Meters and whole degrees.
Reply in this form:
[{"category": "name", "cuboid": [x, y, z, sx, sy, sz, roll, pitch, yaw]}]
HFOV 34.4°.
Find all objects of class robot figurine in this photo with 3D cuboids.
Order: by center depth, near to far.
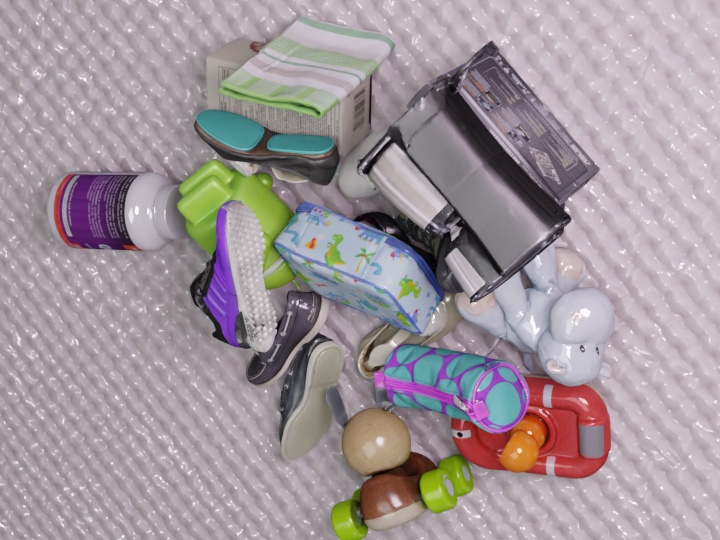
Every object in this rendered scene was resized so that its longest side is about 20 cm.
[{"category": "robot figurine", "cuboid": [-0.149, -0.054, 1.537, 0.116, 0.176, 0.200, -37, 119, 17]}]

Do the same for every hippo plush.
[{"category": "hippo plush", "cuboid": [0.210, 0.065, 1.371, 0.161, 0.159, 0.200, 50, 127, 55]}]

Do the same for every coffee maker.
[{"category": "coffee maker", "cuboid": [0.125, -0.095, 1.223, 0.200, 0.135, 0.192, 48, 132, 6]}]

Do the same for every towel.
[{"category": "towel", "cuboid": [-0.062, -0.253, 1.420, 0.149, 0.200, 0.031, 14, 129, 22]}]

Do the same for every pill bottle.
[{"category": "pill bottle", "cuboid": [-0.338, -0.084, 1.653, 0.199, 0.112, 0.113, 3, 106, 26]}]

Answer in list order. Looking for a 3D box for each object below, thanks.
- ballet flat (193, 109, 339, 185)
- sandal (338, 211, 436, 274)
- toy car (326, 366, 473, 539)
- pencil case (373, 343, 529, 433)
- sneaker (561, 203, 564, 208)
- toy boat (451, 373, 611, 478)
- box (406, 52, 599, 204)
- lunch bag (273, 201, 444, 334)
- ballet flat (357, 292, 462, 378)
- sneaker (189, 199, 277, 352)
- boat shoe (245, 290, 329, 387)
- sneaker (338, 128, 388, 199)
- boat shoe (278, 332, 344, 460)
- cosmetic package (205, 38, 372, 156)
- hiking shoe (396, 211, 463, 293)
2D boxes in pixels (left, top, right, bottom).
[{"category": "ballet flat", "cuboid": [-0.121, -0.146, 1.465, 0.200, 0.068, 0.069, 17, 134, 20]}, {"category": "sandal", "cuboid": [0.046, -0.037, 1.511, 0.200, 0.075, 0.048, 25, 75, 21]}, {"category": "toy car", "cuboid": [0.030, 0.235, 1.549, 0.164, 0.158, 0.200, -23, 86, 20]}, {"category": "pencil case", "cuboid": [0.110, 0.140, 1.423, 0.200, 0.092, 0.085, 6, 106, 56]}, {"category": "sneaker", "cuboid": [0.162, -0.065, 1.454, 0.199, 0.072, 0.083, -2, 132, 26]}, {"category": "toy boat", "cuboid": [0.206, 0.207, 1.456, 0.199, 0.131, 0.131, 2, 110, 25]}, {"category": "box", "cuboid": [0.169, -0.153, 1.356, 0.200, 0.158, 0.048, 49, 134, 5]}, {"category": "lunch bag", "cuboid": [0.000, 0.000, 1.461, 0.200, 0.161, 0.083, 22, 73, 33]}, {"category": "ballet flat", "cuboid": [0.067, 0.078, 1.528, 0.200, 0.069, 0.070, -42, 84, 29]}, {"category": "sneaker", "cuboid": [-0.171, 0.009, 1.448, 0.099, 0.070, 0.201, 4, 115, 25]}, {"category": "boat shoe", "cuboid": [-0.117, 0.090, 1.598, 0.063, 0.073, 0.200, 21, 135, -24]}, {"category": "sneaker", "cuboid": [0.038, -0.147, 1.468, 0.200, 0.085, 0.073, -31, 91, 31]}, {"category": "boat shoe", "cuboid": [-0.080, 0.171, 1.630, 0.066, 0.074, 0.200, 44, 131, 43]}, {"category": "cosmetic package", "cuboid": [-0.091, -0.225, 1.498, 0.200, 0.087, 0.104, 16, 124, 21]}, {"category": "hiking shoe", "cuboid": [0.094, -0.047, 1.376, 0.100, 0.200, 0.076, -18, 134, 26]}]
